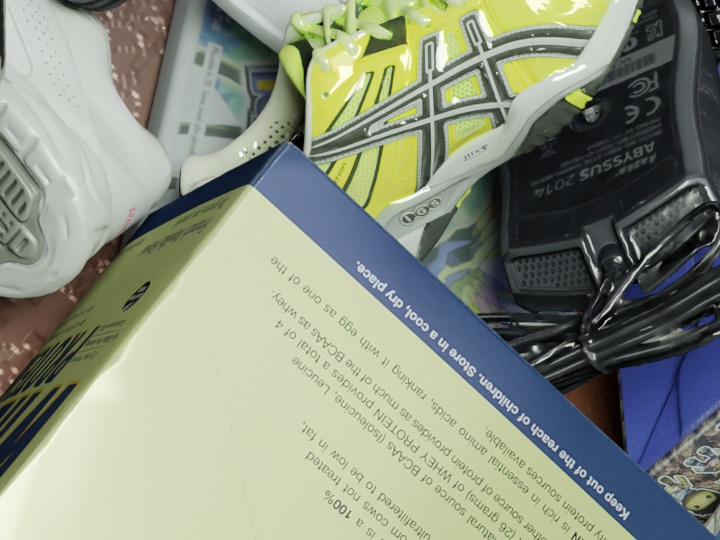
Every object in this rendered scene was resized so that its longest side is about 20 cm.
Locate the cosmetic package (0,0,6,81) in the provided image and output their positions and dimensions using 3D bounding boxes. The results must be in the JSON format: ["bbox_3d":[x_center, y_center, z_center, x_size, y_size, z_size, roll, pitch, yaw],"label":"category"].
[{"bbox_3d":[-0.211,-0.090,0.710,0.200,0.103,0.087,22,60,5],"label":"cosmetic package"}]

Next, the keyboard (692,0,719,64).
[{"bbox_3d":[0.140,-0.179,1.024,0.104,0.040,0.200,-8,80,-31],"label":"keyboard"}]

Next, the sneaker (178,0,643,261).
[{"bbox_3d":[0.020,-0.069,0.807,0.076,0.200,0.075,29,17,-34],"label":"sneaker"}]

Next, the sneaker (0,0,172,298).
[{"bbox_3d":[-0.140,-0.083,0.822,0.200,0.078,0.099,55,32,4],"label":"sneaker"}]

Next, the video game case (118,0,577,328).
[{"bbox_3d":[0.000,0.000,0.895,0.182,0.022,0.200,21,65,-23],"label":"video game case"}]

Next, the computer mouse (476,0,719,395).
[{"bbox_3d":[0.089,-0.025,0.879,0.053,0.138,0.200,51,32,-35],"label":"computer mouse"}]

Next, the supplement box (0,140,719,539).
[{"bbox_3d":[-0.033,0.108,0.756,0.200,0.134,0.200,42,68,-12],"label":"supplement box"}]

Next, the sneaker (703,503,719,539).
[{"bbox_3d":[0.144,0.120,0.832,0.079,0.200,0.089,42,24,-25],"label":"sneaker"}]

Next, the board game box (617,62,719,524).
[{"bbox_3d":[0.203,0.031,0.931,0.200,0.097,0.160,22,44,-23],"label":"board game box"}]

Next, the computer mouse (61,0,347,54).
[{"bbox_3d":[-0.011,-0.106,0.840,0.200,0.110,0.044,22,25,-39],"label":"computer mouse"}]
